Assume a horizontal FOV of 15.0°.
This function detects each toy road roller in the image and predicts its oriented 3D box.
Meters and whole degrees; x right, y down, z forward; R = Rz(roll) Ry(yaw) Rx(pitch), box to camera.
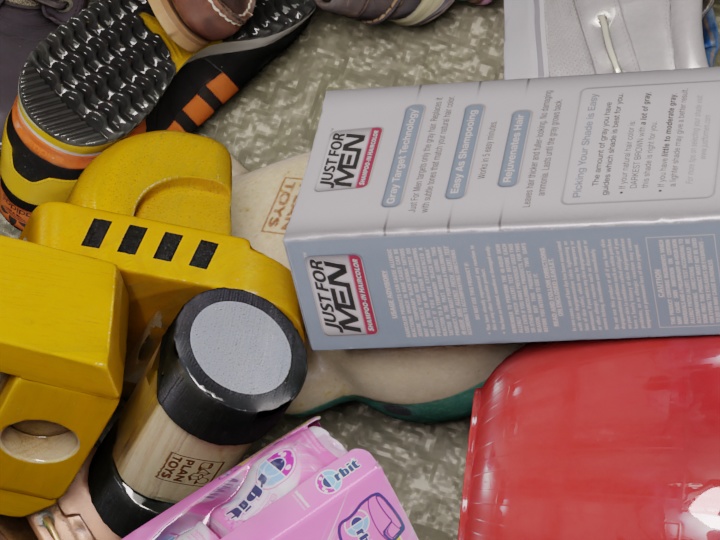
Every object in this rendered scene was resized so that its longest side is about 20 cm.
[{"bbox_3d":[-0.120,0.015,1.109,0.199,0.123,0.147,12,53,-18],"label":"toy road roller"}]

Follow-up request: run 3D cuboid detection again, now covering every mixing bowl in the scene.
[{"bbox_3d":[0.094,0.101,1.105,0.108,0.200,0.201,5,68,3],"label":"mixing bowl"}]

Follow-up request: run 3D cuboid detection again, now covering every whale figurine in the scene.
[{"bbox_3d":[0.000,0.000,1.208,0.199,0.104,0.160,9,65,27],"label":"whale figurine"}]

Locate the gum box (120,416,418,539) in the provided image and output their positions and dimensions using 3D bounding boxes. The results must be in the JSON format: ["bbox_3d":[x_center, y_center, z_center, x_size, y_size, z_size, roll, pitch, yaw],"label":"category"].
[{"bbox_3d":[-0.018,0.165,1.080,0.113,0.066,0.201,-33,118,-14],"label":"gum box"}]

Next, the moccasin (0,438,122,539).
[{"bbox_3d":[-0.173,0.071,1.174,0.201,0.074,0.078,46,63,4],"label":"moccasin"}]

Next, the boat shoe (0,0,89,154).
[{"bbox_3d":[-0.151,-0.146,1.219,0.072,0.065,0.201,7,99,-15],"label":"boat shoe"}]

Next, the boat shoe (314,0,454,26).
[{"bbox_3d":[-0.002,-0.210,1.246,0.073,0.074,0.201,-10,90,-37],"label":"boat shoe"}]

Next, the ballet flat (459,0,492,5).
[{"bbox_3d":[0.043,-0.221,1.307,0.071,0.069,0.201,-14,68,-27],"label":"ballet flat"}]

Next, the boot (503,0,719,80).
[{"bbox_3d":[0.112,-0.127,1.191,0.095,0.074,0.201,-11,50,13],"label":"boot"}]

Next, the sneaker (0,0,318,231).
[{"bbox_3d":[-0.097,-0.087,1.238,0.070,0.090,0.200,41,44,9],"label":"sneaker"}]

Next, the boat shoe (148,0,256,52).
[{"bbox_3d":[-0.066,-0.195,1.205,0.070,0.070,0.201,-17,65,21],"label":"boat shoe"}]

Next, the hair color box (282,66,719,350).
[{"bbox_3d":[0.078,-0.025,1.081,0.199,0.061,0.099,-2,39,14],"label":"hair color box"}]
